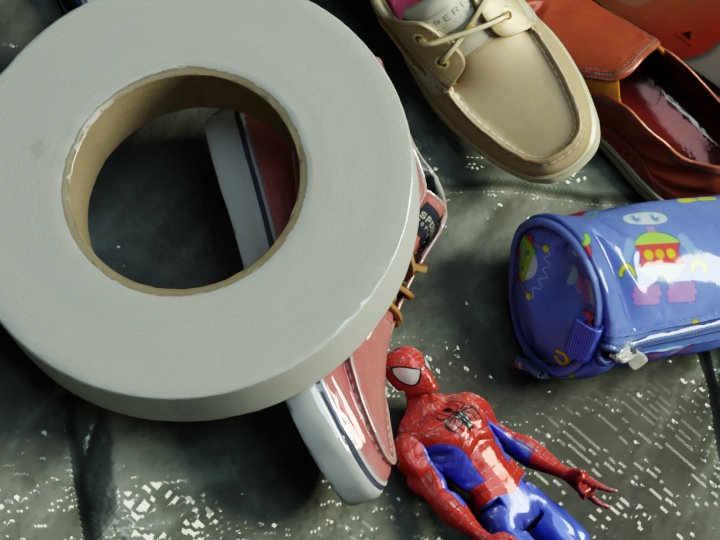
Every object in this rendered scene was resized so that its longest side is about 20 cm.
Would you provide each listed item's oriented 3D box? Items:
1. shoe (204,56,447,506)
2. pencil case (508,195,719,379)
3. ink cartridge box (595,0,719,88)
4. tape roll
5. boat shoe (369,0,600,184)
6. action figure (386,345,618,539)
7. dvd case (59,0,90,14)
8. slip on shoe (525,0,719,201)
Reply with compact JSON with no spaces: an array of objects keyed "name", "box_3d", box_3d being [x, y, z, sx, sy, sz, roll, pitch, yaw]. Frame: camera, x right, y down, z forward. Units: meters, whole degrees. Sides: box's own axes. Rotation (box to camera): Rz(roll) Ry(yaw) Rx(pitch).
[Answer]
[{"name":"shoe","box_3d":[0.000,0.000,0.937,0.091,0.071,0.200,-22,67,8]},{"name":"pencil case","box_3d":[0.169,0.004,1.031,0.200,0.078,0.087,-7,52,-28]},{"name":"ink cartridge box","box_3d":[0.215,-0.173,1.070,0.162,0.200,0.050,34,58,-6]},{"name":"tape roll","box_3d":[-0.075,-0.034,0.906,0.203,0.037,0.203,-2,69,6]},{"name":"boat shoe","box_3d":[0.043,-0.128,1.031,0.074,0.069,0.200,-40,76,6]},{"name":"action figure","box_3d":[0.076,0.115,0.953,0.065,0.052,0.200,-35,81,-31]},{"name":"dvd case","box_3d":[-0.118,-0.219,1.042,0.150,0.025,0.200,-21,76,-32]},{"name":"slip on shoe","box_3d":[0.128,-0.107,1.081,0.200,0.061,0.074,43,57,2]}]
